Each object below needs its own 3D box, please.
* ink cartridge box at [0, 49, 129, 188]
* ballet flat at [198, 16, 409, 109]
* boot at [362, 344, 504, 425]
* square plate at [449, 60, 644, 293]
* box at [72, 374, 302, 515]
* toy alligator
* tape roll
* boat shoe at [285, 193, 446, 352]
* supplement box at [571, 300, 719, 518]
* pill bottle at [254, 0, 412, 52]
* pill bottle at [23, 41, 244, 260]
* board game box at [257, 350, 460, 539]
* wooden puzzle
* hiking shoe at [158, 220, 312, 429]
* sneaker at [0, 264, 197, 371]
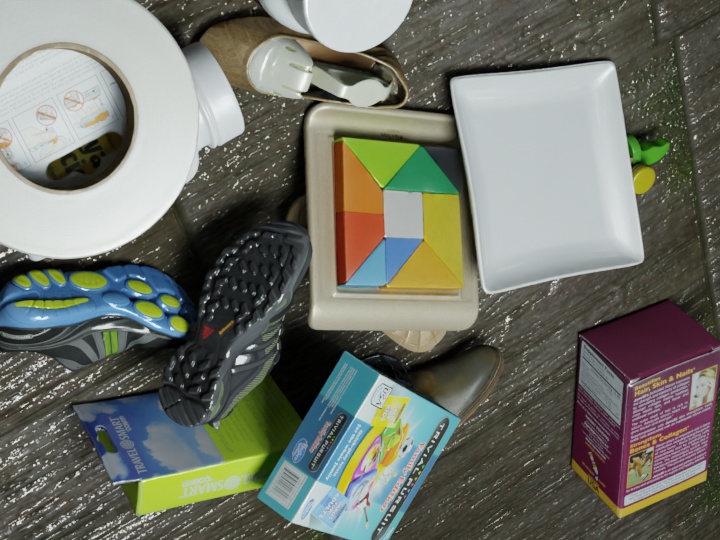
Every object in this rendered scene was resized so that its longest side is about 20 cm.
[{"bbox_3d":[-0.242,-0.156,1.098,0.161,0.050,0.201,-29,108,-13],"label":"ink cartridge box"},{"bbox_3d":[-0.039,-0.167,1.249,0.199,0.072,0.068,8,116,-35],"label":"ballet flat"},{"bbox_3d":[0.051,0.120,1.491,0.199,0.075,0.097,-35,134,-5],"label":"boot"},{"bbox_3d":[0.175,-0.091,1.406,0.197,0.028,0.202,-10,92,-31],"label":"square plate"},{"bbox_3d":[-0.152,0.157,1.356,0.198,0.122,0.048,-8,124,-27],"label":"box"},{"bbox_3d":[0.226,-0.080,1.479,0.200,0.059,0.054,-39,132,-5],"label":"toy alligator"},{"bbox_3d":[-0.216,-0.110,1.068,0.201,0.037,0.205,-3,98,-18],"label":"tape roll"},{"bbox_3d":[0.000,0.000,1.388,0.200,0.065,0.072,40,90,-23],"label":"boat shoe"},{"bbox_3d":[0.318,0.156,1.660,0.130,0.103,0.201,-17,128,-21],"label":"supplement box"},{"bbox_3d":[-0.045,-0.244,1.109,0.109,0.200,0.110,-16,126,-22],"label":"pill bottle"},{"bbox_3d":[-0.197,-0.100,1.169,0.199,0.111,0.112,-30,131,-13],"label":"pill bottle"},{"bbox_3d":[0.004,0.173,1.377,0.152,0.047,0.200,-59,150,-1],"label":"board game box"},{"bbox_3d":[0.034,-0.046,1.343,0.184,0.037,0.202,2,88,-33],"label":"wooden puzzle"},{"bbox_3d":[-0.103,0.047,1.306,0.201,0.075,0.101,-57,162,1],"label":"hiking shoe"},{"bbox_3d":[-0.228,0.043,1.283,0.198,0.071,0.083,2,141,-37],"label":"sneaker"}]
